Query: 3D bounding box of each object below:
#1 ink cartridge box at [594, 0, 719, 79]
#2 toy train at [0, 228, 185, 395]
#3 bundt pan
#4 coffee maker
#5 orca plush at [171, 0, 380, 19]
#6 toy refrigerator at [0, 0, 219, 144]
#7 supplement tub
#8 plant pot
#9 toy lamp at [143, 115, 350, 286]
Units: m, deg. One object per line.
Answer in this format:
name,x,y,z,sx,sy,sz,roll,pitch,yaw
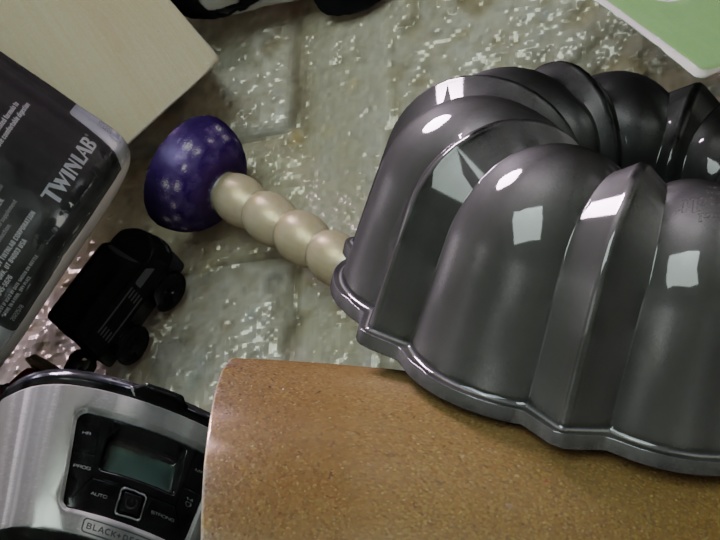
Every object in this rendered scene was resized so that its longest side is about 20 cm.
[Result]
ink cartridge box,0.130,-0.106,0.676,0.199,0.048,0.145,-19,48,-36
toy train,-0.138,0.067,0.758,0.034,0.046,0.201,27,76,31
bundt pan,0.093,-0.013,0.617,0.201,0.201,0.076,23,114,30
coffee maker,-0.122,0.157,0.639,0.191,0.134,0.201,-24,41,38
orca plush,-0.005,-0.164,0.790,0.198,0.071,0.106,-13,93,12
toy refrigerator,-0.155,-0.140,0.794,0.076,0.070,0.200,-43,101,-4
supplement tub,-0.198,-0.052,0.719,0.199,0.122,0.123,35,76,-8
plant pot,0.062,0.116,0.591,0.198,0.187,0.188,-3,61,4
toy lamp,0.000,0.000,0.732,0.199,0.058,0.058,30,77,31
